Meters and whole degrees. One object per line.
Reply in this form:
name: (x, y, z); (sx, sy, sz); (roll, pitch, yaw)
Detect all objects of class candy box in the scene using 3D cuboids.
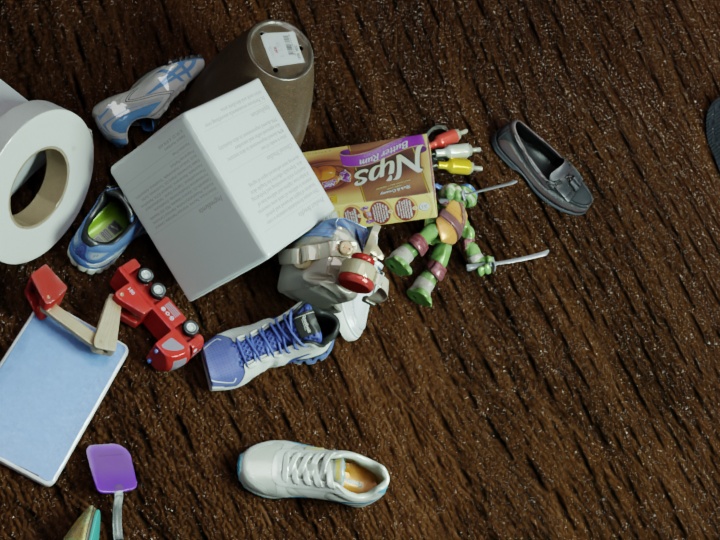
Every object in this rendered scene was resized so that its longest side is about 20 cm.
candy box: (0.006, -0.121, 1.425); (0.197, 0.057, 0.118); (-8, 51, 7)

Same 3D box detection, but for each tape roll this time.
tape roll: (-0.402, -0.107, 1.226); (0.037, 0.204, 0.204); (23, 57, 16)

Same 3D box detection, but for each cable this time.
cable: (0.093, -0.179, 1.556); (0.198, 0.050, 0.098); (-13, 73, -29)

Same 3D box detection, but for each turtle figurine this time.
turtle figurine: (0.142, -0.046, 1.455); (0.199, 0.145, 0.194); (32, 69, 24)

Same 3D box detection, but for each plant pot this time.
plant pot: (-0.139, -0.252, 1.400); (0.184, 0.200, 0.190); (9, 64, -19)

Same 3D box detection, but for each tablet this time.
tablet: (-0.384, 0.147, 1.230); (0.129, 0.014, 0.202); (30, 59, -9)

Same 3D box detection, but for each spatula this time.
spatula: (-0.287, 0.305, 1.199); (0.056, 0.020, 0.203); (2, 69, -39)

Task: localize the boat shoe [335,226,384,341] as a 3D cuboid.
boat shoe: (0.000, 0.000, 1.419); (0.072, 0.068, 0.203); (49, 36, -50)

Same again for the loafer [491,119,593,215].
loafer: (0.303, -0.167, 1.635); (0.199, 0.063, 0.072); (38, 59, -4)

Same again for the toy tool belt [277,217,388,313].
toy tool belt: (-0.029, -0.025, 1.303); (0.124, 0.199, 0.125); (26, 70, -24)

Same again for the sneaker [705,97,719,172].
sneaker: (0.687, -0.217, 1.832); (0.081, 0.070, 0.203); (8, 67, -39)

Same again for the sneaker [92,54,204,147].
sneaker: (-0.290, -0.242, 1.415); (0.200, 0.071, 0.073); (-44, 114, -35)

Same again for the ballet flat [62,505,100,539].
ballet flat: (-0.330, 0.367, 1.133); (0.070, 0.071, 0.203); (6, 66, -21)

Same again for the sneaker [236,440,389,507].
sneaker: (-0.059, 0.255, 1.286); (0.197, 0.081, 0.078); (10, 66, -18)

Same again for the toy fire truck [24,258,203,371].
toy fire truck: (-0.308, 0.060, 1.268); (0.200, 0.049, 0.141); (49, 50, 3)

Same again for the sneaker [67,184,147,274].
sneaker: (-0.299, -0.082, 1.322); (0.078, 0.089, 0.201); (39, 59, -4)

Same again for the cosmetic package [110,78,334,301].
cosmetic package: (-0.175, -0.103, 1.293); (0.202, 0.165, 0.167); (59, 37, -6)

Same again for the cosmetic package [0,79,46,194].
cosmetic package: (-0.523, -0.157, 1.239); (0.198, 0.123, 0.201); (37, 57, -5)

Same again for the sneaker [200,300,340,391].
sneaker: (-0.108, 0.086, 1.317); (0.197, 0.115, 0.082); (-14, 73, -28)
